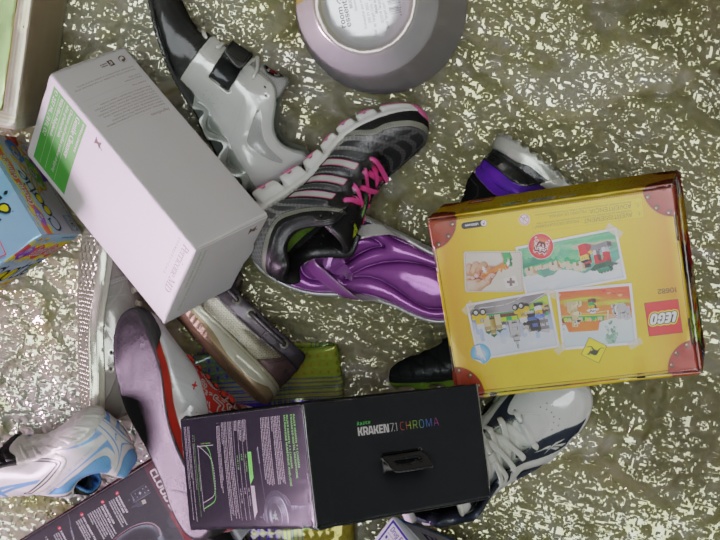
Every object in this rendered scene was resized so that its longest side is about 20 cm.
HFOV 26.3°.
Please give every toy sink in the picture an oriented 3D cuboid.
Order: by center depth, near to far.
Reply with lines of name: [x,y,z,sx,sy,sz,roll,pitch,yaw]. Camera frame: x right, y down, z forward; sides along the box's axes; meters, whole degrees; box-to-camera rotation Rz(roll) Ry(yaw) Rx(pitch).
toy sink: [-0.324,-0.232,1.301,0.128,0.112,0.203,12,99,3]

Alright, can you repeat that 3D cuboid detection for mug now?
mug: [-0.004,-0.228,1.252,0.186,0.153,0.150,35,100,0]

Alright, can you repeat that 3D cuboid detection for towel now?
towel: [-0.079,0.165,1.380,0.141,0.023,0.203,-1,98,6]

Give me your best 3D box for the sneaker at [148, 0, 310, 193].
sneaker: [-0.110,-0.164,1.315,0.088,0.074,0.202,-26,104,8]

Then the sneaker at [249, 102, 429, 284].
sneaker: [-0.015,-0.059,1.294,0.199,0.074,0.088,-35,59,-2]

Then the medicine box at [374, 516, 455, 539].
medicine box: [0.050,0.333,1.304,0.181,0.103,0.201,28,104,-44]

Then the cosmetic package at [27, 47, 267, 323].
cosmetic package: [-0.179,-0.072,1.278,0.200,0.084,0.108,49,139,17]

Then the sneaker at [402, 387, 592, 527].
sneaker: [0.111,0.159,1.307,0.197,0.130,0.080,-23,97,8]

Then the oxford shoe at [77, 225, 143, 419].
oxford shoe: [-0.217,0.035,1.356,0.057,0.075,0.203,-1,94,-21]

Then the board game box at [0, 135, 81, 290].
board game box: [-0.361,-0.019,1.335,0.199,0.103,0.106,-33,87,9]

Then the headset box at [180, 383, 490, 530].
headset box: [-0.018,0.147,1.213,0.172,0.199,0.094,-3,83,-38]

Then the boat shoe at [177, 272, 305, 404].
boat shoe: [-0.127,0.025,1.345,0.065,0.072,0.200,-39,78,-17]

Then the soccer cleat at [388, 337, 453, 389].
soccer cleat: [0.117,0.055,1.330,0.197,0.068,0.082,-14,87,1]

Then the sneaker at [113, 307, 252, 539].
sneaker: [-0.133,0.120,1.313,0.067,0.107,0.204,-27,83,44]

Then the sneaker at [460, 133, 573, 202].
sneaker: [0.165,-0.018,1.293,0.199,0.070,0.100,39,87,14]

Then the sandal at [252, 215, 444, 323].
sandal: [0.001,-0.008,1.334,0.200,0.050,0.084,13,98,4]

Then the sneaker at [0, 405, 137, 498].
sneaker: [-0.274,0.175,1.346,0.199,0.072,0.073,-22,109,39]

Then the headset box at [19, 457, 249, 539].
headset box: [-0.188,0.254,1.361,0.199,0.075,0.150,-32,89,15]

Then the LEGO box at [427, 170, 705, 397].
LEGO box: [0.164,0.012,1.223,0.197,0.077,0.151,-7,100,16]
